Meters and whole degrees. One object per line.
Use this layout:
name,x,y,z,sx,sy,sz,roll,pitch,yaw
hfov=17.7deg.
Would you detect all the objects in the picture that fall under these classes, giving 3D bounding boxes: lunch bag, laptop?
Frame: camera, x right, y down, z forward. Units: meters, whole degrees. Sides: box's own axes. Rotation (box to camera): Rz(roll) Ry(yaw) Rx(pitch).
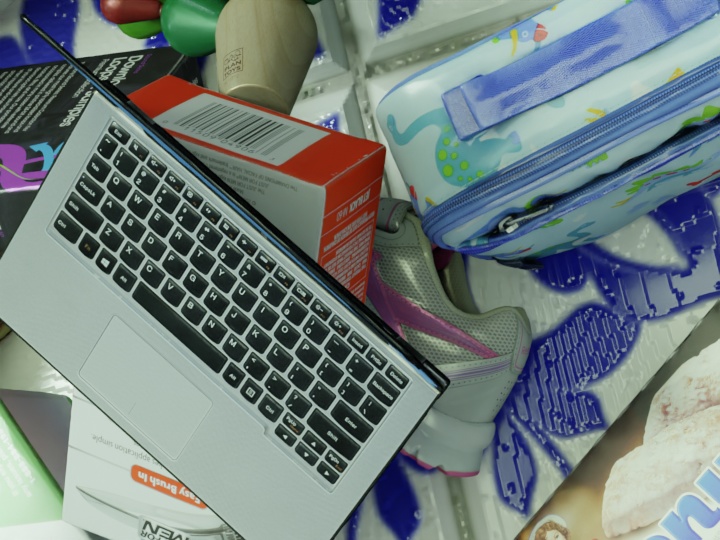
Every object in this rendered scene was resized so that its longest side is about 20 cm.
lunch bag,0.113,-0.074,0.964,0.199,0.161,0.083,-27,78,15
laptop,-0.071,0.020,0.889,0.187,0.116,0.200,41,123,9

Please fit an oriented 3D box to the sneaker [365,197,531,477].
sneaker,0.000,0.000,1.050,0.200,0.081,0.088,40,99,10

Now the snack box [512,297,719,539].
snack box,0.154,0.072,1.010,0.072,0.024,0.200,42,100,17

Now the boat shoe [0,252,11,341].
boat shoe,-0.223,0.046,1.131,0.072,0.068,0.201,34,98,19

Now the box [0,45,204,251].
box,-0.186,-0.051,1.091,0.199,0.143,0.036,-7,118,21

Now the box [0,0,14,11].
box,-0.217,-0.169,1.077,0.200,0.124,0.098,-29,77,41

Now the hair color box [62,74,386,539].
hair color box,-0.061,0.030,0.995,0.110,0.064,0.201,19,117,21

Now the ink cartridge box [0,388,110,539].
ink cartridge box,-0.189,0.175,1.099,0.200,0.084,0.145,-41,74,12

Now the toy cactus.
toy cactus,-0.040,-0.137,1.039,0.199,0.102,0.166,-15,45,22
